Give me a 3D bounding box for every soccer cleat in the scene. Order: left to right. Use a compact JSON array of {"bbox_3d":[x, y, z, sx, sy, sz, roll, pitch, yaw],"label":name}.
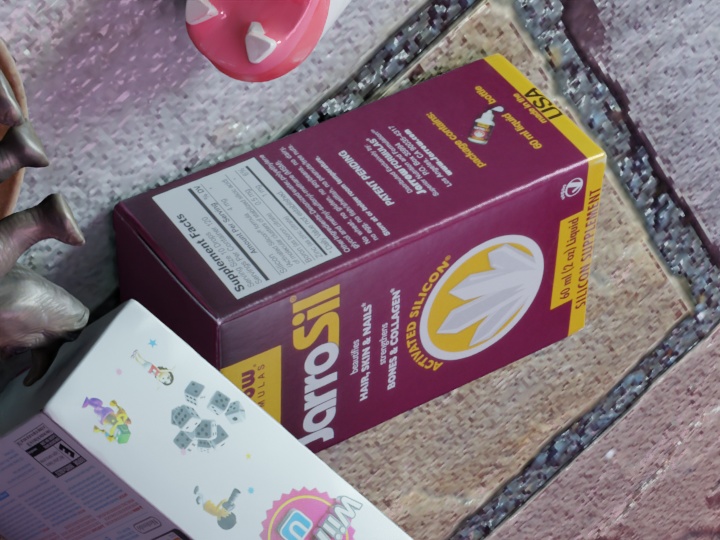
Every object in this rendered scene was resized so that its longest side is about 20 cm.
[{"bbox_3d":[-0.001,-0.162,1.013,0.200,0.067,0.076,-58,172,9],"label":"soccer cleat"}]

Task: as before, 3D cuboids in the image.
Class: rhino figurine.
[{"bbox_3d":[-0.149,-0.017,0.943,0.087,0.060,0.200,-24,142,-4],"label":"rhino figurine"}]

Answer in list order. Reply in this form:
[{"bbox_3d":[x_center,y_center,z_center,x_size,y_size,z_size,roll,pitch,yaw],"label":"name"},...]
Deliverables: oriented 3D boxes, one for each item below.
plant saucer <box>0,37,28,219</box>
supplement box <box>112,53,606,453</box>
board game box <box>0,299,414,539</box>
[{"bbox_3d":[-0.216,-0.030,0.948,0.200,0.035,0.201,-26,140,-24],"label":"plant saucer"},{"bbox_3d":[0.000,0.000,1.136,0.200,0.086,0.111,-24,139,-25],"label":"supplement box"},{"bbox_3d":[-0.059,0.112,1.059,0.064,0.200,0.147,-53,-169,-26],"label":"board game box"}]
